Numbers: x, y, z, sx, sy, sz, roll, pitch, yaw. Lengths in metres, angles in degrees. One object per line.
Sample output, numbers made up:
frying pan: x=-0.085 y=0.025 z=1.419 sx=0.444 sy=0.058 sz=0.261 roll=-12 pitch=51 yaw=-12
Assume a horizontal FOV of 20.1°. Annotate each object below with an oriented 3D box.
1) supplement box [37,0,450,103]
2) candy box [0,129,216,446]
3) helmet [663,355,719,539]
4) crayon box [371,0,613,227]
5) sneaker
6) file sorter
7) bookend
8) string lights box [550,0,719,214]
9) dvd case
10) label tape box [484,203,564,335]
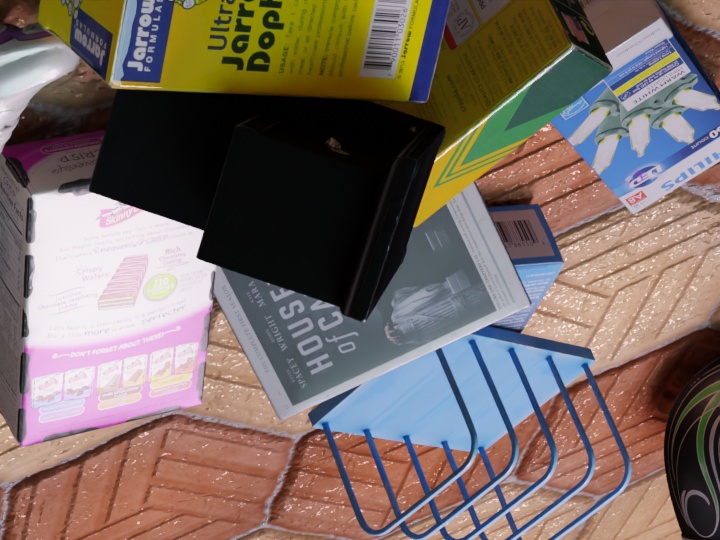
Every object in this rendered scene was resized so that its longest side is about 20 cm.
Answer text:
supplement box: x=-0.060 y=-0.163 z=1.118 sx=0.199 sy=0.109 sz=0.110 roll=-1 pitch=114 yaw=-32
candy box: x=-0.166 y=0.007 z=1.320 sx=0.136 sy=0.061 sz=0.201 roll=-12 pitch=129 yaw=-28
helmet: x=0.371 y=0.157 z=1.825 sx=0.199 sy=0.191 sz=0.200 roll=6 pitch=177 yaw=0
crayon box: x=0.048 y=-0.119 z=1.268 sx=0.200 sy=0.127 sz=0.051 roll=-37 pitch=146 yaw=25
sneaker: x=-0.233 y=-0.075 z=1.179 sx=0.200 sy=0.100 sz=0.075 roll=-28 pitch=-168 yaw=20
file sorter: x=0.091 y=0.133 z=1.558 sx=0.200 sy=0.123 sz=0.139 roll=13 pitch=134 yaw=-44
bookend: x=-0.065 y=-0.060 z=1.137 sx=0.199 sy=0.199 sz=0.092 roll=-51 pitch=159 yaw=-79
string lights box: x=0.187 y=-0.123 z=1.411 sx=0.103 sy=0.059 sz=0.200 roll=-32 pitch=147 yaw=13
dvd case: x=0.000 y=0.000 z=1.429 sx=0.200 sy=0.025 sz=0.151 roll=-25 pitch=107 yaw=4
label tape box: x=0.051 y=0.036 z=1.562 sx=0.143 sy=0.066 sz=0.200 roll=-5 pitch=147 yaw=-25
